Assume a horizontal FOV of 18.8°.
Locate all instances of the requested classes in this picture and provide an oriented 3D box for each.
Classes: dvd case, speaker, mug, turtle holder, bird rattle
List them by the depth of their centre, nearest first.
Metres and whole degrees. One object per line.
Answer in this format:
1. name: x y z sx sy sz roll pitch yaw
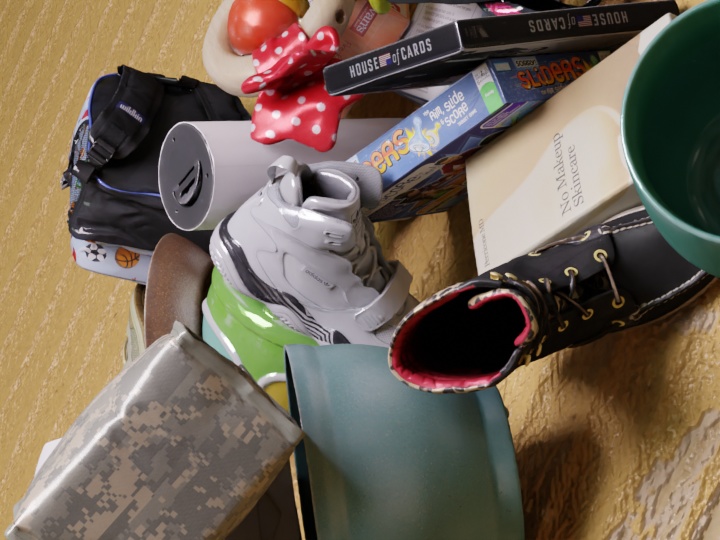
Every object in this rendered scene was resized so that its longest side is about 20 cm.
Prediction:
1. mug: 0.235 -0.054 1.238 0.151 0.114 0.186 -15 69 11
2. dvd case: 0.097 -0.151 1.477 0.150 0.199 0.025 -13 88 53
3. bird rattle: -0.047 -0.175 1.594 0.163 0.113 0.201 -1 63 45
4. turtle holder: -0.039 0.059 1.606 0.185 0.141 0.132 35 120 29
5. speaker: -0.048 -0.072 1.615 0.081 0.199 0.082 8 100 54

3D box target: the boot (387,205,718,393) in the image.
1. boot: 0.119 0.018 1.320 0.199 0.150 0.073 -17 92 25

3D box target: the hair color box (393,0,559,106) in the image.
1. hair color box: 0.101 -0.212 1.637 0.099 0.060 0.201 27 93 60

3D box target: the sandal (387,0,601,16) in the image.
1. sandal: 0.117 -0.192 1.543 0.199 0.075 0.045 -3 99 19

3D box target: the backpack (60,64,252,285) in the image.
1. backpack: -0.165 -0.082 1.854 0.191 0.199 0.154 -96 29 -47

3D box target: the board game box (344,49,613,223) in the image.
1. board game box: 0.073 -0.090 1.520 0.200 0.135 0.035 -33 74 42

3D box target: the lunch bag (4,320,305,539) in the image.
1. lunch bag: -0.127 0.122 1.332 0.164 0.118 0.200 -49 7 -3

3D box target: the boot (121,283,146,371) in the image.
1. boot: -0.191 0.109 1.849 0.155 0.072 0.200 -59 23 24

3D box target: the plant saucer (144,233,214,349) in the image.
1. plant saucer: -0.122 0.069 1.696 0.036 0.201 0.201 -7 54 12

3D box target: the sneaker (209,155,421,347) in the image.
1. sneaker: 0.000 0.000 1.494 0.115 0.200 0.075 -54 6 46

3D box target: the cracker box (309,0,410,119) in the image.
1. cracker box: -0.020 -0.191 1.757 0.134 0.058 0.200 -54 15 19

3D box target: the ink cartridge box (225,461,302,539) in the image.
1. ink cartridge box: -0.073 0.229 1.454 0.146 0.084 0.201 -102 4 -46

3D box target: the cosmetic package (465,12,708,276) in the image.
1. cosmetic package: 0.161 -0.068 1.416 0.200 0.071 0.106 -36 48 39

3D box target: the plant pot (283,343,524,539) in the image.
1. plant pot: 0.030 0.138 1.379 0.200 0.134 0.201 172 90 -85

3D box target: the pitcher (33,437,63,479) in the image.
1. pitcher: -0.167 0.217 1.608 0.121 0.172 0.201 -14 84 7
